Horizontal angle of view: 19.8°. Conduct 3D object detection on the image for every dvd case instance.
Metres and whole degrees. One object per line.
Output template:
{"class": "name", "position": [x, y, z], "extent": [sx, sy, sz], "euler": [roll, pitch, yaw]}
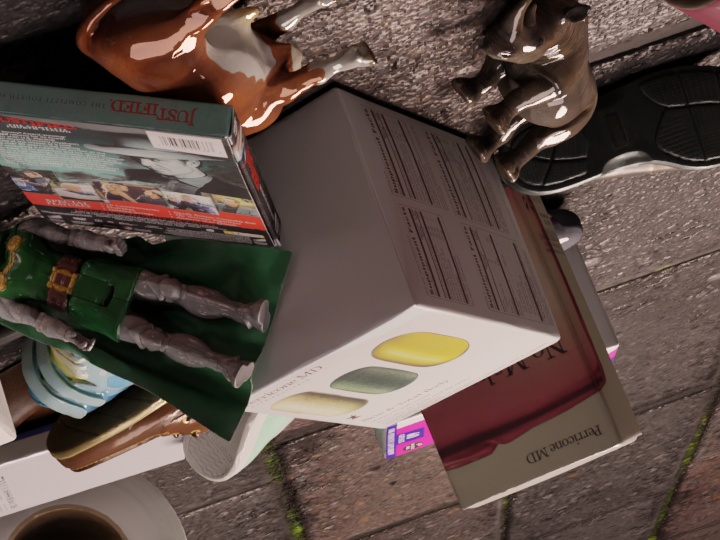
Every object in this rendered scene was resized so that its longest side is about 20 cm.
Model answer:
{"class": "dvd case", "position": [-0.126, -0.056, 1.133], "extent": [0.146, 0.022, 0.200], "euler": [7, 166, 7]}

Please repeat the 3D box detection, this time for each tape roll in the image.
{"class": "tape roll", "position": [-0.246, 0.266, 1.719], "extent": [0.202, 0.203, 0.139], "euler": [-15, 160, -16]}

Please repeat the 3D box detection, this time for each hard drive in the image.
{"class": "hard drive", "position": [-0.236, 0.147, 1.580], "extent": [0.200, 0.025, 0.132], "euler": [-17, 160, -9]}

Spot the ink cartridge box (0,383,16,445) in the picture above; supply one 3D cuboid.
{"class": "ink cartridge box", "position": [-0.269, 0.035, 1.197], "extent": [0.067, 0.117, 0.200], "euler": [-20, 161, -1]}

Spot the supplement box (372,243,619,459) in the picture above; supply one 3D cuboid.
{"class": "supplement box", "position": [0.096, 0.064, 1.670], "extent": [0.200, 0.103, 0.101], "euler": [-20, 160, -7]}

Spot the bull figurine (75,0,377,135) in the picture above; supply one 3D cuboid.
{"class": "bull figurine", "position": [-0.069, -0.113, 1.084], "extent": [0.121, 0.065, 0.200], "euler": [-30, 161, 14]}

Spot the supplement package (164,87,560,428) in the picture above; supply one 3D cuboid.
{"class": "supplement package", "position": [0.000, 0.000, 1.322], "extent": [0.152, 0.151, 0.200], "euler": [-29, 159, 24]}

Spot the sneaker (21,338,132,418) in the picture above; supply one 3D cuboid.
{"class": "sneaker", "position": [-0.191, 0.049, 1.375], "extent": [0.130, 0.080, 0.200], "euler": [-28, 159, 17]}

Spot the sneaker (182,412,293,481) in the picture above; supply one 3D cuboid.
{"class": "sneaker", "position": [-0.063, 0.062, 1.582], "extent": [0.118, 0.074, 0.201], "euler": [-42, 167, -53]}

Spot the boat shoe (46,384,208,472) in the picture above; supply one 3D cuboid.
{"class": "boat shoe", "position": [-0.128, 0.091, 1.472], "extent": [0.200, 0.072, 0.068], "euler": [-31, 120, -3]}

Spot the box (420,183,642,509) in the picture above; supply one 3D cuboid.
{"class": "box", "position": [0.100, 0.054, 1.473], "extent": [0.128, 0.200, 0.109], "euler": [-25, 173, 13]}

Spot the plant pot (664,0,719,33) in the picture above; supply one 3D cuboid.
{"class": "plant pot", "position": [0.252, -0.179, 1.066], "extent": [0.179, 0.200, 0.200], "euler": [9, 148, -27]}

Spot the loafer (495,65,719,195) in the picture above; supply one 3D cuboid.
{"class": "loafer", "position": [0.187, -0.095, 1.408], "extent": [0.200, 0.072, 0.063], "euler": [-11, 180, -5]}

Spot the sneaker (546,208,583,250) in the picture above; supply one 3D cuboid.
{"class": "sneaker", "position": [0.086, 0.025, 1.573], "extent": [0.200, 0.088, 0.074], "euler": [-24, 161, 10]}

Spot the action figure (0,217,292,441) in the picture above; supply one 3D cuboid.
{"class": "action figure", "position": [-0.153, 0.015, 1.231], "extent": [0.200, 0.118, 0.055], "euler": [17, 171, 12]}

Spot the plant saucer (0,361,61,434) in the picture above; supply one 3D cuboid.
{"class": "plant saucer", "position": [-0.198, 0.095, 1.565], "extent": [0.200, 0.032, 0.200], "euler": [-18, 160, -7]}

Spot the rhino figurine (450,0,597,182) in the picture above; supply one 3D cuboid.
{"class": "rhino figurine", "position": [0.102, -0.122, 1.232], "extent": [0.087, 0.060, 0.200], "euler": [-39, 161, -6]}

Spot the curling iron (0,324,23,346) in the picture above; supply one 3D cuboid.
{"class": "curling iron", "position": [-0.250, 0.055, 1.333], "extent": [0.026, 0.050, 0.200], "euler": [-2, 163, -43]}
